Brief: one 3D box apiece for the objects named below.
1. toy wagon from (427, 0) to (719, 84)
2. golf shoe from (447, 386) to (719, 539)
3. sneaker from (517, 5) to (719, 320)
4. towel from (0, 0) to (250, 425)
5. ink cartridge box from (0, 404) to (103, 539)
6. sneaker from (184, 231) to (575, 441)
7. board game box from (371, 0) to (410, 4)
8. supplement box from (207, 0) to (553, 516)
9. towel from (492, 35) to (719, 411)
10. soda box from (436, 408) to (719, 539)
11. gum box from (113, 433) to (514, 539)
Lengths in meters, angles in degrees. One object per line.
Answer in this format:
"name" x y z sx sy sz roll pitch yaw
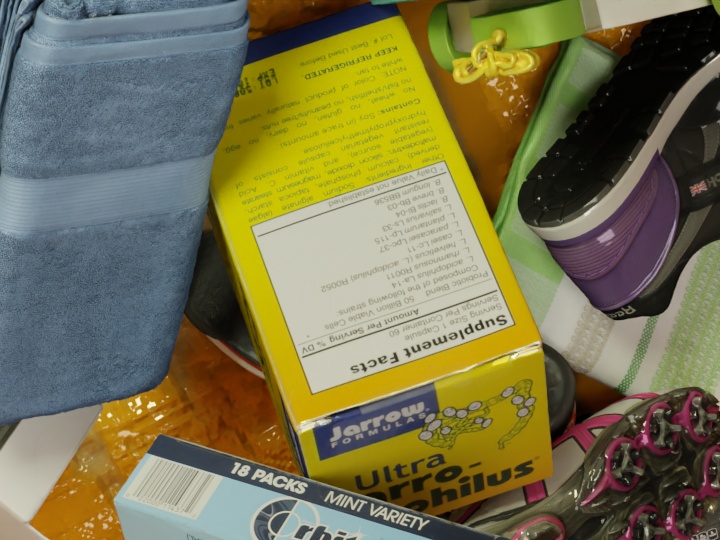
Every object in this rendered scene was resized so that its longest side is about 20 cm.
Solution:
"toy wagon" 0.104 -0.117 1.083 0.154 0.200 0.040 -8 98 36
"golf shoe" 0.087 0.108 1.139 0.199 0.092 0.073 -32 113 -35
"sneaker" 0.160 -0.064 1.168 0.200 0.076 0.088 -47 119 -15
"towel" -0.111 -0.035 1.035 0.111 0.049 0.201 -8 126 -35
"ink cartridge box" -0.198 0.052 1.126 0.200 0.116 0.068 43 68 -25
"sneaker" 0.006 0.051 1.203 0.200 0.108 0.068 19 68 11
"board game box" 0.094 -0.155 1.025 0.150 0.200 0.047 -19 99 -14
"supplement box" 0.000 0.000 1.096 0.108 0.201 0.110 -18 146 -4
"towel" 0.156 -0.007 1.201 0.199 0.031 0.150 27 75 -22
"soda box" 0.093 0.124 1.259 0.198 0.063 0.071 -18 115 -5
"gum box" -0.007 0.173 1.070 0.169 0.045 0.201 15 138 23
